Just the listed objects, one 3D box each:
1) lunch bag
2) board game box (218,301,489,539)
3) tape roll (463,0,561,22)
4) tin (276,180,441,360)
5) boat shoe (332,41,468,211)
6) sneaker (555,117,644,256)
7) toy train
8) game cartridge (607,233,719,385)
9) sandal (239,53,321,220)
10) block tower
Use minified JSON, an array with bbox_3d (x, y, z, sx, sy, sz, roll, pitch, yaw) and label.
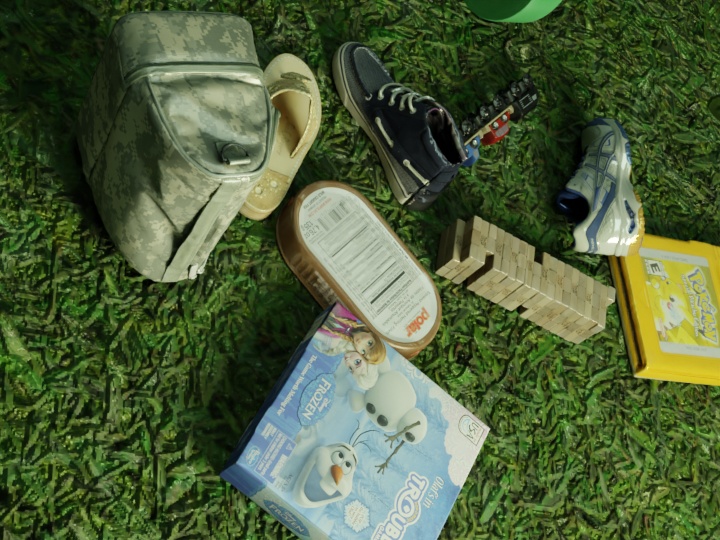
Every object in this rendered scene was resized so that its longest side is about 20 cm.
[{"bbox_3d":[-0.158,-0.103,1.113,0.138,0.200,0.170,-2,63,-30],"label":"lunch bag"},{"bbox_3d":[0.001,0.165,1.168,0.198,0.043,0.201,40,53,-10],"label":"board game box"},{"bbox_3d":[0.179,-0.391,1.475,0.048,0.200,0.203,-5,68,-33],"label":"tape roll"},{"bbox_3d":[0.000,0.000,1.262,0.201,0.042,0.112,50,55,-1],"label":"tin"},{"bbox_3d":[0.046,-0.171,1.343,0.074,0.093,0.202,-22,79,-38],"label":"boat shoe"},{"bbox_3d":[0.266,-0.103,1.462,0.087,0.076,0.202,-2,47,-2],"label":"sneaker"},{"bbox_3d":[0.147,-0.167,1.447,0.200,0.034,0.046,-40,102,-41],"label":"toy train"},{"bbox_3d":[0.383,0.045,1.486,0.197,0.032,0.179,6,63,-29],"label":"game cartridge"},{"bbox_3d":[-0.070,-0.150,1.273,0.077,0.070,0.214,28,54,-17],"label":"sandal"},{"bbox_3d":[0.178,0.012,1.357,0.198,0.054,0.058,25,55,-19],"label":"block tower"}]
